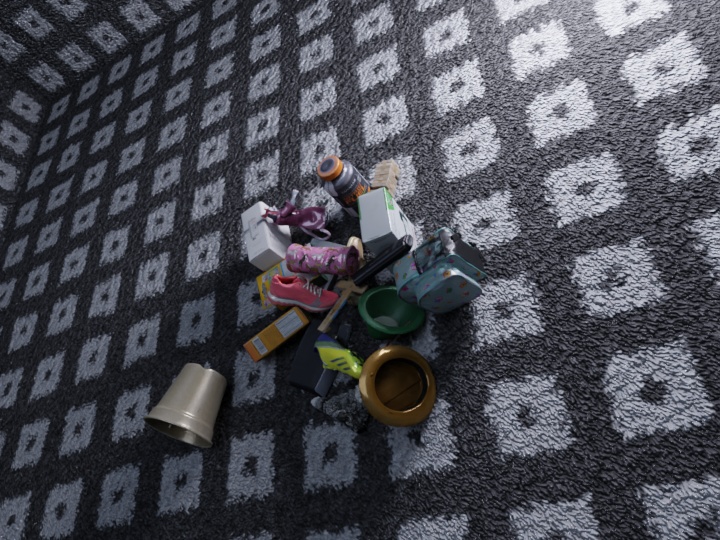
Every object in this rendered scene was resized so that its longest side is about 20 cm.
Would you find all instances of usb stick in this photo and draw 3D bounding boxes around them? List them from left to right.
[{"bbox_3d":[0.053,-0.023,1.371,0.200,0.033,0.055,-37,19,36],"label":"usb stick"}]

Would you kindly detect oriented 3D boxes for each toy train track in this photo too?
[{"bbox_3d":[-0.039,0.083,1.448,0.115,0.033,0.200,13,61,52],"label":"toy train track"}]

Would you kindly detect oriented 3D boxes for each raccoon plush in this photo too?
[{"bbox_3d":[-0.033,0.304,1.367,0.200,0.097,0.134,20,70,39],"label":"raccoon plush"}]

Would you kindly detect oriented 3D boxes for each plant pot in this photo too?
[{"bbox_3d":[-0.471,0.371,1.561,0.200,0.200,0.184,-1,53,32],"label":"plant pot"}]

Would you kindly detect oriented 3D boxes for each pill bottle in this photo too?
[{"bbox_3d":[-0.043,-0.246,1.603,0.106,0.200,0.106,-15,58,26],"label":"pill bottle"}]

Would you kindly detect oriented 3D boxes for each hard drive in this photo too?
[{"bbox_3d":[-0.127,0.010,1.625,0.139,0.033,0.200,15,74,37],"label":"hard drive"},{"bbox_3d":[-0.113,0.226,1.489,0.135,0.042,0.200,10,71,36],"label":"hard drive"}]

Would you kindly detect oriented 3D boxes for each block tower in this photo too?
[{"bbox_3d":[0.063,-0.222,1.617,0.054,0.058,0.200,-1,63,32],"label":"block tower"}]

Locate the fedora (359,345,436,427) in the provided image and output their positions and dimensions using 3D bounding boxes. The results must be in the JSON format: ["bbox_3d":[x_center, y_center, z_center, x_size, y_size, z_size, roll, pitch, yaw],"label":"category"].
[{"bbox_3d":[0.078,0.271,1.286,0.082,0.200,0.201,136,144,-57],"label":"fedora"}]

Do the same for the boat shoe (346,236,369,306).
[{"bbox_3d":[0.000,0.000,1.530,0.064,0.071,0.200,-10,70,23],"label":"boat shoe"}]

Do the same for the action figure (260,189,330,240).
[{"bbox_3d":[-0.202,-0.153,1.674,0.134,0.200,0.149,139,126,-59],"label":"action figure"}]

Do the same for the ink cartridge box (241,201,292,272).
[{"bbox_3d":[-0.278,-0.090,1.703,0.083,0.147,0.200,-31,51,17],"label":"ink cartridge box"}]

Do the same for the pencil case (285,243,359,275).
[{"bbox_3d":[-0.103,-0.031,1.499,0.200,0.083,0.087,4,77,26],"label":"pencil case"}]

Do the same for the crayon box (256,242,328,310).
[{"bbox_3d":[-0.199,0.026,1.607,0.200,0.052,0.126,-31,52,14],"label":"crayon box"}]

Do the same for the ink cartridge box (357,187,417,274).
[{"bbox_3d":[0.076,-0.096,1.445,0.083,0.200,0.147,-20,56,19],"label":"ink cartridge box"}]

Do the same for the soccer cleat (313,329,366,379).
[{"bbox_3d":[-0.051,0.223,1.376,0.084,0.065,0.200,-53,41,0],"label":"soccer cleat"}]

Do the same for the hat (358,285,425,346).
[{"bbox_3d":[0.058,0.161,1.428,0.200,0.176,0.166,-23,50,-34],"label":"hat"}]

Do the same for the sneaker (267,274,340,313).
[{"bbox_3d":[-0.152,0.057,1.503,0.200,0.087,0.074,7,31,-3],"label":"sneaker"}]

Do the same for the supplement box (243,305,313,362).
[{"bbox_3d":[-0.228,0.175,1.563,0.200,0.067,0.069,-35,85,10],"label":"supplement box"}]

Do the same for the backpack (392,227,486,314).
[{"bbox_3d":[0.181,0.016,1.330,0.200,0.176,0.153,-27,56,33],"label":"backpack"}]
